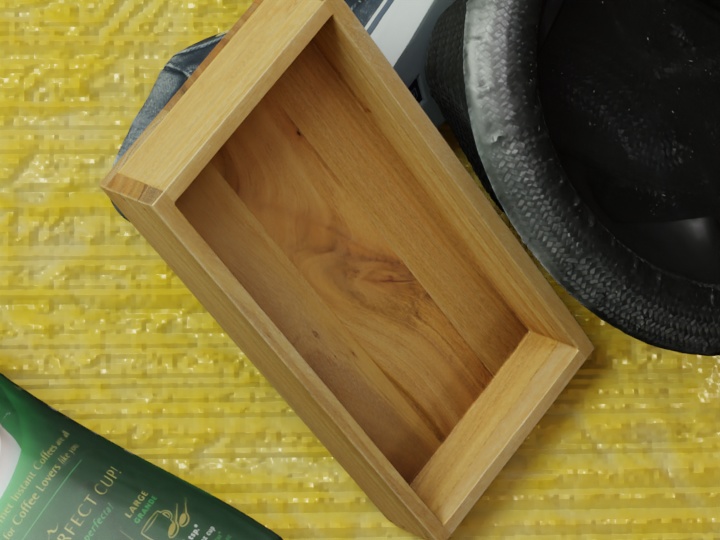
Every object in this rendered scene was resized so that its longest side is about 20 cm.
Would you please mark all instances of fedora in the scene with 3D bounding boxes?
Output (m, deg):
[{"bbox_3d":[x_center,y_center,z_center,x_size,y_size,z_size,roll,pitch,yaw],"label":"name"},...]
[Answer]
[{"bbox_3d":[0.094,-0.060,1.036,0.200,0.092,0.201,4,83,-37],"label":"fedora"}]

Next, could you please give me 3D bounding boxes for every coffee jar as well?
[{"bbox_3d":[-0.132,0.088,0.997,0.200,0.085,0.104,34,76,4],"label":"coffee jar"}]

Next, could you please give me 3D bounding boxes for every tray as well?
[{"bbox_3d":[0.000,0.000,0.993,0.037,0.200,0.099,21,66,47],"label":"tray"}]

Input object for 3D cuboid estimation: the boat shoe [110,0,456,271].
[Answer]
[{"bbox_3d":[-0.012,-0.083,1.066,0.091,0.071,0.200,19,54,28],"label":"boat shoe"}]
